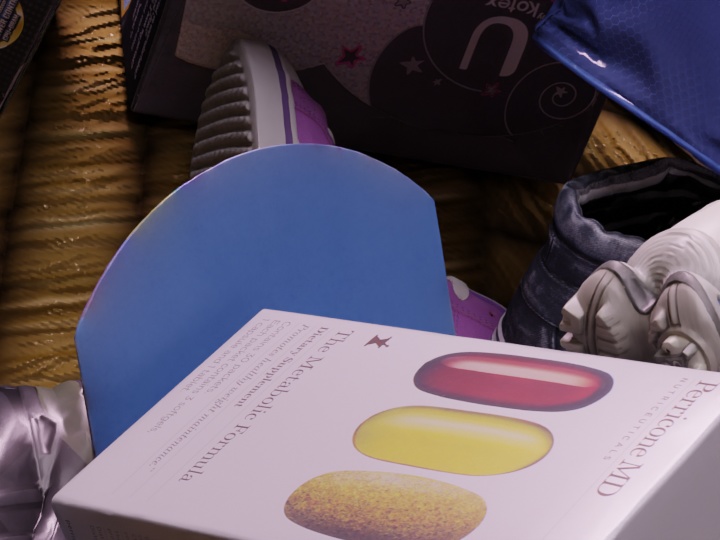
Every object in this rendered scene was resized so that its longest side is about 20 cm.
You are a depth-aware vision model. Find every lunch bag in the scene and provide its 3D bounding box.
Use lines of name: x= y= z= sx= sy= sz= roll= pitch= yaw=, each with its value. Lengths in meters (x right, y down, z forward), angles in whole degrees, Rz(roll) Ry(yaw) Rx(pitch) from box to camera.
lunch bag: x=0.175 y=-0.090 z=1.096 sx=0.136 sy=0.133 sz=0.200 roll=38 pitch=9 yaw=28

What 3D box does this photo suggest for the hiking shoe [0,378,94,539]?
hiking shoe: x=-0.133 y=0.115 z=0.965 sx=0.100 sy=0.076 sz=0.200 roll=2 pitch=40 yaw=0

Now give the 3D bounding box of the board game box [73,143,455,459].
board game box: x=-0.034 y=0.057 z=1.015 sx=0.158 sy=0.201 sz=0.039 roll=-19 pitch=15 yaw=-37

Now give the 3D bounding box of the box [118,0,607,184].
box: x=0.011 y=-0.132 z=1.243 sx=0.199 sy=0.132 sz=0.115 roll=8 pitch=40 yaw=-17

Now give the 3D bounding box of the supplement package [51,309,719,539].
supplement package: x=0.025 y=0.094 z=0.899 sx=0.199 sy=0.110 sz=0.114 roll=6 pitch=37 yaw=42

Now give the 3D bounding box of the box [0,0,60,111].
box: x=-0.133 y=-0.113 z=1.130 sx=0.044 sy=0.160 sz=0.200 roll=28 pitch=40 yaw=-7

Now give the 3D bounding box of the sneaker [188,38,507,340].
sneaker: x=0.000 y=0.001 z=1.149 sx=0.114 sy=0.073 sz=0.201 roll=5 pitch=54 yaw=-26

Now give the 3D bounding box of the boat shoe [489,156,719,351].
boat shoe: x=0.149 y=0.010 z=1.103 sx=0.199 sy=0.091 sz=0.071 roll=-2 pitch=42 yaw=-27

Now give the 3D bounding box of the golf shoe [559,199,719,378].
golf shoe: x=0.127 y=0.067 z=0.944 sx=0.078 sy=0.201 sz=0.097 roll=19 pitch=43 yaw=35

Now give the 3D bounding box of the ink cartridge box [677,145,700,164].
ink cartridge box: x=0.171 y=-0.131 z=1.397 sx=0.160 sy=0.047 sz=0.200 roll=42 pitch=38 yaw=21
